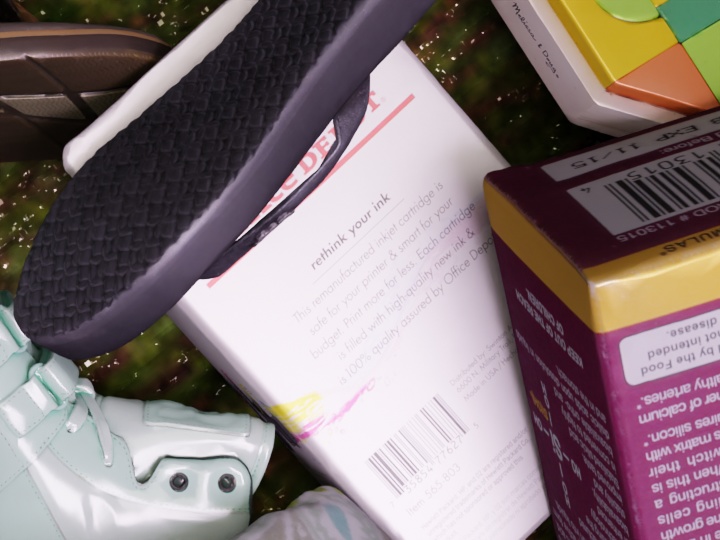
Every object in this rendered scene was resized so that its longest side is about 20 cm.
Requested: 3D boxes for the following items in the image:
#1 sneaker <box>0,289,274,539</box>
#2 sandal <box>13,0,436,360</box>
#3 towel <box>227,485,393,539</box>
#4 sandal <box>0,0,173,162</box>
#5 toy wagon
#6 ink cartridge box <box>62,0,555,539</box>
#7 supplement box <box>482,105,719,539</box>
[{"bbox_3d":[-0.093,0.036,0.842,0.118,0.074,0.201,-13,104,-5],"label":"sneaker"},{"bbox_3d":[-0.026,-0.045,0.791,0.200,0.076,0.043,-47,124,-7],"label":"sandal"},{"bbox_3d":[-0.019,0.163,0.749,0.200,0.048,0.171,-28,67,-41],"label":"towel"},{"bbox_3d":[-0.156,-0.074,0.837,0.200,0.082,0.055,1,69,-5],"label":"sandal"},{"bbox_3d":[0.132,-0.127,0.860,0.200,0.040,0.155,-32,88,-21],"label":"toy wagon"},{"bbox_3d":[0.000,0.000,0.865,0.115,0.068,0.200,-43,99,-9],"label":"ink cartridge box"},{"bbox_3d":[0.130,0.055,0.802,0.131,0.103,0.200,-17,114,-10],"label":"supplement box"}]
